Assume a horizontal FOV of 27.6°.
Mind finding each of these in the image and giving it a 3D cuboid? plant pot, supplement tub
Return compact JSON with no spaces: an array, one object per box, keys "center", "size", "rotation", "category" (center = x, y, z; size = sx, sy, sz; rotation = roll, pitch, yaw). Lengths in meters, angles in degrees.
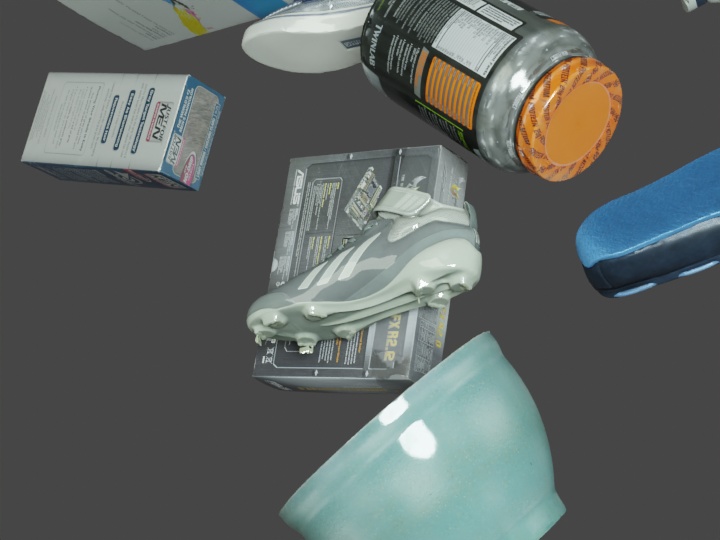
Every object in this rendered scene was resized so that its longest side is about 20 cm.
[{"center":[0.060,0.159,1.040],"size":[0.200,0.200,0.134],"rotation":[-43,80,15],"category":"plant pot"},{"center":[0.103,-0.156,1.157],"size":[0.200,0.122,0.123],"rotation":[38,96,38],"category":"supplement tub"}]

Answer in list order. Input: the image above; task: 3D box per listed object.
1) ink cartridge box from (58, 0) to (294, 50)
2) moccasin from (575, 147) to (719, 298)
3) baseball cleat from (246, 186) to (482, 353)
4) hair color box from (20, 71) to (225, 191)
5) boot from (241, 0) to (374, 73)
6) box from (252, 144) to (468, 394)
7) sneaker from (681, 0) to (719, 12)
[{"center":[-0.178,-0.322,1.410],"size":[0.199,0.144,0.148],"rotation":[-10,68,34],"category":"ink cartridge box"},{"center":[0.249,-0.039,1.036],"size":[0.199,0.068,0.081],"rotation":[-16,47,5],"category":"moccasin"},{"center":[0.003,-0.004,1.154],"size":[0.199,0.070,0.107],"rotation":[-13,58,19],"category":"baseball cleat"},{"center":[-0.234,-0.137,1.433],"size":[0.199,0.060,0.100],"rotation":[7,77,38],"category":"hair color box"},{"center":[-0.011,-0.237,1.314],"size":[0.199,0.073,0.091],"rotation":[-2,63,28],"category":"boot"},{"center":[0.000,0.000,1.218],"size":[0.158,0.048,0.201],"rotation":[-2,71,34],"category":"box"},{"center":[0.269,-0.295,1.133],"size":[0.080,0.076,0.201],"rotation":[-14,69,19],"category":"sneaker"}]
